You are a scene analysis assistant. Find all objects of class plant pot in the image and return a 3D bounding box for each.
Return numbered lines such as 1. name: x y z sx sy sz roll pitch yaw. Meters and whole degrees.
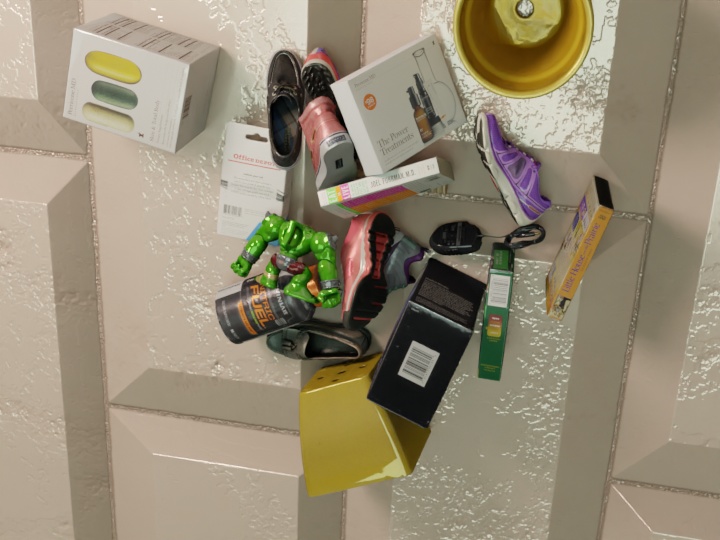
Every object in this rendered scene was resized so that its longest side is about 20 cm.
1. plant pot: -0.006 0.262 1.805 0.197 0.200 0.179 -15 99 18
2. plant pot: 0.241 -0.372 1.487 0.197 0.189 0.204 4 113 10

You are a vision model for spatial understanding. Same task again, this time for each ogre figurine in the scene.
1. ogre figurine: -0.111 -0.021 1.683 0.198 0.097 0.122 22 95 39

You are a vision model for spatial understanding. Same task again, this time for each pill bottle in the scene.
1. pill bottle: -0.151 0.053 1.791 0.197 0.106 0.108 -19 107 18

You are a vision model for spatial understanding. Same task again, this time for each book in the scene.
1. book: 0.044 -0.134 1.619 0.197 0.133 0.049 -15 87 15

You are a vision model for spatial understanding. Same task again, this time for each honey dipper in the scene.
1. honey dipper: 0.050 -0.156 1.704 0.196 0.038 0.039 8 114 13

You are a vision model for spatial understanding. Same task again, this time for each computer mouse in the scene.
1. computer mouse: 0.212 -0.051 1.696 0.196 0.059 0.034 -1 142 18

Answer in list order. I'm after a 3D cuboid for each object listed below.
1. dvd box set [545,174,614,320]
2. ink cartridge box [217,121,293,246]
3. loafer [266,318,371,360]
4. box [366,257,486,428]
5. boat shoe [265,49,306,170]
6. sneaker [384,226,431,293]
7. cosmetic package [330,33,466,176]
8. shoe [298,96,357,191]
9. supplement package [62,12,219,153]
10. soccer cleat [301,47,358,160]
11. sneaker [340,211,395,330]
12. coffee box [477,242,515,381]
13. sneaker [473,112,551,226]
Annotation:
1. dvd box set: 0.349 -0.037 1.624 0.029 0.147 0.203 20 114 1
2. ink cartridge box: -0.177 -0.156 1.732 0.114 0.068 0.203 11 114 6
3. loafer: -0.082 0.130 1.830 0.196 0.063 0.073 0 112 12
4. box: 0.113 0.118 1.708 0.122 0.199 0.202 25 115 4
5. boat shoe: -0.123 -0.266 1.631 0.068 0.066 0.204 3 80 -2
6. sneaker: 0.042 0.027 1.759 0.087 0.075 0.202 29 114 -6
7. cosmetic package: 0.063 -0.259 1.575 0.051 0.199 0.153 -2 117 54
8. shoe: -0.053 -0.201 1.634 0.070 0.200 0.092 -21 74 -9
9. supplement package: -0.358 -0.310 1.663 0.197 0.151 0.154 18 115 5
10. soccer cleat: -0.044 -0.269 1.664 0.067 0.074 0.202 -10 128 15
11. sneaker: 0.000 0.000 1.700 0.086 0.073 0.204 11 87 50
12. coffee box: 0.229 0.070 1.707 0.043 0.123 0.204 6 114 8
13. sneaker: 0.246 -0.173 1.643 0.083 0.081 0.202 -29 111 4
